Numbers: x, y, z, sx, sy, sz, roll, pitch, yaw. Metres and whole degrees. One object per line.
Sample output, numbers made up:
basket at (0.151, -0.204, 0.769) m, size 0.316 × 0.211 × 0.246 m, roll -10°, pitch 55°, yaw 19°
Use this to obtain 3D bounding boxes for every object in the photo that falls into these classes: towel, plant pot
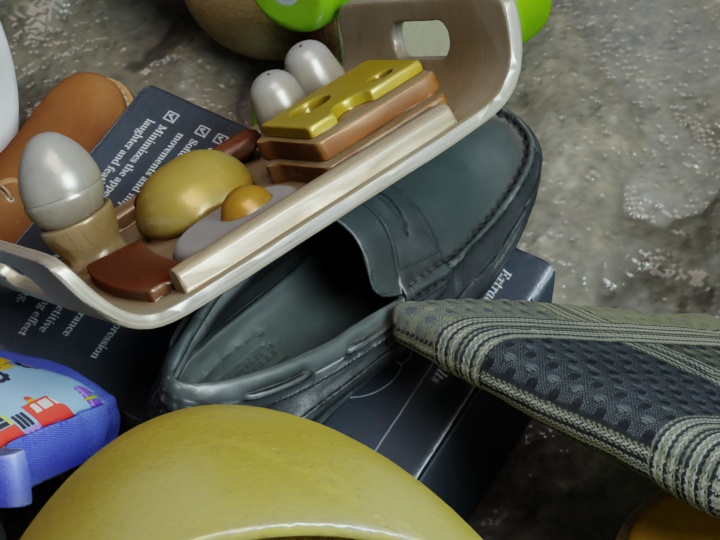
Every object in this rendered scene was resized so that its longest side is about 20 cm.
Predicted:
towel at (0.137, 0.056, 0.764) m, size 0.200 × 0.035 × 0.192 m, roll 3°, pitch 15°, yaw -45°
plant pot at (-0.041, 0.124, 0.690) m, size 0.200 × 0.200 × 0.142 m, roll -10°, pitch 31°, yaw -6°

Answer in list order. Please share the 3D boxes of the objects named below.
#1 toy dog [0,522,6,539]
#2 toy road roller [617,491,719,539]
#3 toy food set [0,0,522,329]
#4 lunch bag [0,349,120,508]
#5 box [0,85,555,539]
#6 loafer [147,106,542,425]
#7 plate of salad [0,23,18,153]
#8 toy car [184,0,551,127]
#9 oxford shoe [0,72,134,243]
toy dog at (-0.153, 0.145, 0.757) m, size 0.132 × 0.096 × 0.200 m, roll 4°, pitch 41°, yaw -34°
toy road roller at (0.122, 0.191, 0.745) m, size 0.146 × 0.123 × 0.200 m, roll -25°, pitch 56°, yaw -2°
toy food set at (-0.050, -0.050, 0.779) m, size 0.200 × 0.060 × 0.143 m, roll -33°, pitch 18°, yaw -20°
lunch bag at (-0.197, 0.063, 0.759) m, size 0.200 × 0.094 × 0.150 m, roll 1°, pitch 11°, yaw 31°
box at (-0.042, 0.039, 0.866) m, size 0.200 × 0.107 × 0.149 m, roll 25°, pitch 59°, yaw 18°
loafer at (0.000, 0.000, 0.785) m, size 0.068 × 0.070 × 0.201 m, roll 36°, pitch 63°, yaw 22°
plate of salad at (-0.231, -0.076, 0.913) m, size 0.048 × 0.200 × 0.200 m, roll -5°, pitch 41°, yaw 50°
toy car at (-0.035, -0.158, 0.991) m, size 0.200 × 0.158 × 0.164 m, roll 26°, pitch 46°, yaw 32°
oxford shoe at (-0.158, -0.020, 0.919) m, size 0.071 × 0.071 × 0.200 m, roll 9°, pitch 55°, yaw 28°
